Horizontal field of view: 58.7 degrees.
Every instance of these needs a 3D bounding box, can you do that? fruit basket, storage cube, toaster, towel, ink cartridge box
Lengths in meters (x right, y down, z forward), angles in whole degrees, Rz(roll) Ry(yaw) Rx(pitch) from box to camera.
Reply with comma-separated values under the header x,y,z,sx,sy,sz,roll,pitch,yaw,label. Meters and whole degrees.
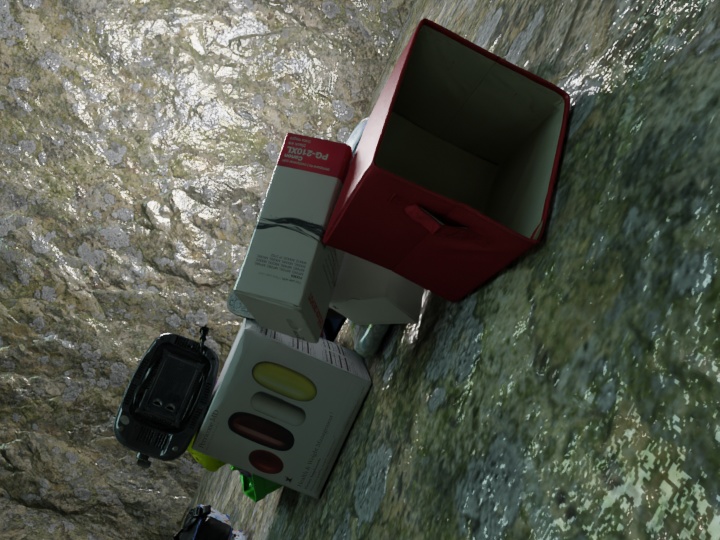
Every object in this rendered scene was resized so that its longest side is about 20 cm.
x,y,z,sx,sy,sz,roll,pitch,yaw,label
-0.218,0.322,1.126,0.216,0.212,0.158,140,121,-68,fruit basket
0.083,-0.101,0.655,0.180,0.169,0.203,131,160,-63,storage cube
-0.278,0.183,0.935,0.129,0.112,0.203,128,161,-61,toaster
0.035,0.023,0.989,0.200,0.047,0.173,-105,36,-75,towel
-0.068,-0.034,0.763,0.145,0.083,0.203,77,-153,-69,ink cartridge box

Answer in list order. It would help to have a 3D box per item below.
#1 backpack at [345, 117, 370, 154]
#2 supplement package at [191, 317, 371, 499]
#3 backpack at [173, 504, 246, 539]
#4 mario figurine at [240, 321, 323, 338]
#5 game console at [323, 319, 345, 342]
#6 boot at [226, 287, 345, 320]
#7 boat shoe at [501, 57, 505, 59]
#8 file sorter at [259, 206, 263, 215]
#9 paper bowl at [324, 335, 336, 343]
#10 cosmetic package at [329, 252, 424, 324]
x,y,z,sx,sy,sz,roll,pitch,yaw,label
0.030,-0.200,1.242,0.185,0.145,0.200,-64,7,0,backpack
-0.117,0.192,0.959,0.147,0.197,0.194,-129,63,-79,supplement package
-0.325,0.581,1.323,0.202,0.153,0.190,-62,17,-13,backpack
-0.126,0.100,1.116,0.106,0.125,0.199,-40,31,-26,mario figurine
0.000,0.000,1.109,0.170,0.118,0.201,-28,23,42,game console
-0.093,0.051,0.936,0.097,0.197,0.076,43,-134,-57,boot
0.135,-0.178,0.819,0.075,0.061,0.203,19,-90,-56,boat shoe
-0.083,-0.091,1.101,0.139,0.125,0.200,-46,17,-7,file sorter
-0.120,0.152,1.229,0.200,0.103,0.204,-24,61,50,paper bowl
0.033,-0.036,0.850,0.106,0.085,0.203,-4,64,38,cosmetic package
